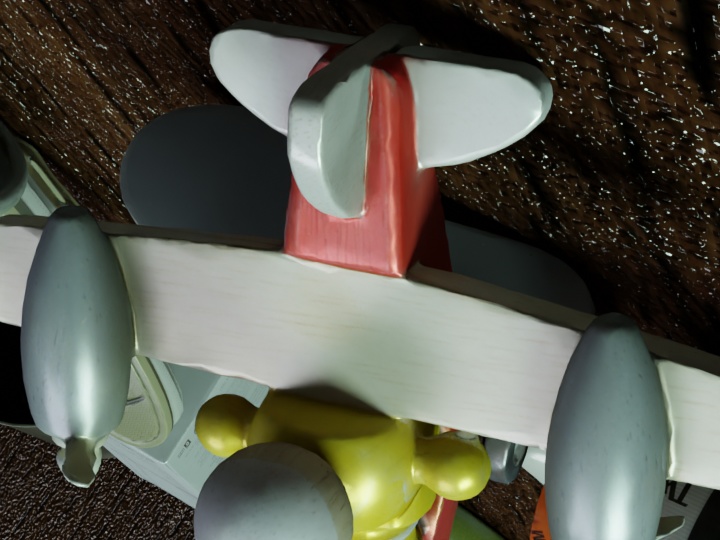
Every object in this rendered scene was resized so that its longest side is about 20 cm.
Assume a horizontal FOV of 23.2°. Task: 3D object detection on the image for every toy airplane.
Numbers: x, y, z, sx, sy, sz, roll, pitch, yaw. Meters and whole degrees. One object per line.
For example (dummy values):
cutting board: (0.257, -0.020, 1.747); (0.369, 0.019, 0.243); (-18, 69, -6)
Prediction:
toy airplane: (-0.005, 0.029, 0.507); (0.199, 0.141, 0.200); (43, 137, -15)

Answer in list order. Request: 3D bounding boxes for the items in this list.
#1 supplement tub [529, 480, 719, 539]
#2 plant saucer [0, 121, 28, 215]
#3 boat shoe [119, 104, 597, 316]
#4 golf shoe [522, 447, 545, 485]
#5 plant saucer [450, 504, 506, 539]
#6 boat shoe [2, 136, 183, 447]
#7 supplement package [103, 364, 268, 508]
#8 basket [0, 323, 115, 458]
supplement tub: (0.155, 0.109, 0.544); (0.200, 0.123, 0.123); (21, 162, 45)
plant saucer: (-0.272, -0.066, 0.903); (0.199, 0.050, 0.200); (24, -159, -10)
boat shoe: (0.000, 0.000, 0.659); (0.199, 0.072, 0.066); (20, 159, 20)
golf shoe: (0.138, 0.138, 0.777); (0.200, 0.092, 0.075); (37, 169, -9)
plant saucer: (0.055, 0.195, 1.341); (0.199, 0.031, 0.200); (32, 168, 7)
boat shoe: (-0.161, 0.009, 1.013); (0.074, 0.068, 0.200); (-20, 112, 36)
supplement package: (-0.110, 0.086, 1.157); (0.113, 0.110, 0.200); (27, 166, 22)
basket: (-0.238, 0.076, 1.412); (0.180, 0.136, 0.200); (32, 172, 22)
